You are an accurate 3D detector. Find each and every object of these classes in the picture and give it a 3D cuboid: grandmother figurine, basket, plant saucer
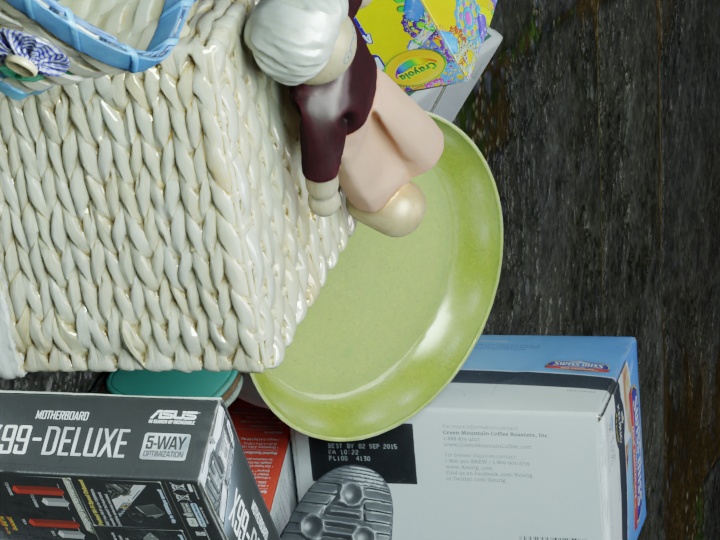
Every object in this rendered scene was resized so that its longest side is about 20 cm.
[{"bbox_3d":[-0.007,-0.089,1.375,0.200,0.060,0.122,51,35,-67],"label":"grandmother figurine"},{"bbox_3d":[-0.123,-0.166,1.219,0.176,0.200,0.139,33,43,-30],"label":"basket"},{"bbox_3d":[0.000,0.000,1.640,0.200,0.031,0.200,-15,114,-37],"label":"plant saucer"},{"bbox_3d":[-0.104,-0.074,1.424,0.198,0.161,0.200,-61,146,-56],"label":"basket"}]

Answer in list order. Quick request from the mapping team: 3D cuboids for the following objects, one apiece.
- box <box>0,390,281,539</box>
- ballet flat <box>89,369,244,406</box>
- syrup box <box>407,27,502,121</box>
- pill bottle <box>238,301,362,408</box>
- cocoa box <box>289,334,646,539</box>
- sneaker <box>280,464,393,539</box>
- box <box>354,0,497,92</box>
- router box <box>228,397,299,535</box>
[{"bbox_3d":[-0.122,0.136,1.384,0.200,0.157,0.050,70,27,-49],"label":"box"},{"bbox_3d":[-0.125,0.096,1.549,0.200,0.069,0.071,-46,154,-60],"label":"ballet flat"},{"bbox_3d":[-0.003,-0.106,1.731,0.200,0.079,0.081,-38,164,-50],"label":"syrup box"},{"bbox_3d":[-0.029,-0.011,1.765,0.200,0.109,0.109,-66,152,-52],"label":"pill bottle"},{"bbox_3d":[0.071,0.121,1.780,0.131,0.200,0.134,-52,140,-65],"label":"cocoa box"},{"bbox_3d":[-0.028,0.214,1.724,0.082,0.070,0.200,31,77,-85],"label":"sneaker"},{"bbox_3d":[-0.005,-0.230,1.558,0.193,0.122,0.200,57,38,-36],"label":"box"},{"bbox_3d":[-0.047,0.170,1.824,0.200,0.049,0.180,72,25,-48],"label":"router box"}]
